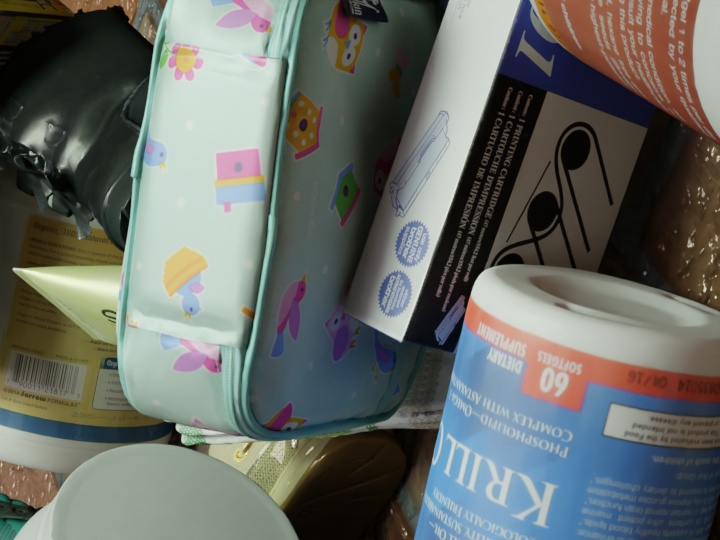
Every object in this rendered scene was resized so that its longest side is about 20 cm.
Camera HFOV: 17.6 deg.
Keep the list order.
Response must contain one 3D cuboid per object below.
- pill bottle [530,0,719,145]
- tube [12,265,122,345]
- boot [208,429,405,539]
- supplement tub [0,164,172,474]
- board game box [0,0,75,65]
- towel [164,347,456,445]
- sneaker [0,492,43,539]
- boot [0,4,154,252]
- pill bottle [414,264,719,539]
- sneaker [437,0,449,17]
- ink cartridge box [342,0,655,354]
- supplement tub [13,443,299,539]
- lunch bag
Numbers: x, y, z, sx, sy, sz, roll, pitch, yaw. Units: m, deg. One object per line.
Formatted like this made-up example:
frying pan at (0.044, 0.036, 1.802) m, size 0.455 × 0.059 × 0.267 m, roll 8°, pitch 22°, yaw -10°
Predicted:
pill bottle at (0.146, -0.096, 0.807) m, size 0.200 × 0.112 × 0.113 m, roll 44°, pitch 122°, yaw 58°
tube at (-0.073, 0.023, 1.136) m, size 0.199 × 0.052 × 0.058 m, roll 4°, pitch 112°, yaw 32°
boot at (-0.061, 0.093, 1.200) m, size 0.200 × 0.072 × 0.156 m, roll -53°, pitch 41°, yaw 35°
supplement tub at (-0.165, 0.005, 1.351) m, size 0.145 × 0.144 × 0.201 m, roll 31°, pitch 111°, yaw 61°
board game box at (-0.248, -0.097, 1.284) m, size 0.166 × 0.057 × 0.200 m, roll -51°, pitch -2°, yaw 7°
towel at (0.000, 0.000, 1.046) m, size 0.199 × 0.031 × 0.150 m, roll -5°, pitch 79°, yaw 28°
sneaker at (-0.170, 0.171, 1.349) m, size 0.200 × 0.120 × 0.084 m, roll -19°, pitch 67°, yaw 60°
boot at (-0.100, -0.098, 1.211) m, size 0.198 × 0.073 × 0.162 m, roll -45°, pitch 42°, yaw -10°
pill bottle at (0.076, 0.107, 0.896) m, size 0.112 × 0.112 × 0.201 m, roll 30°, pitch 111°, yaw 61°
sneaker at (0.064, -0.158, 0.961) m, size 0.088 × 0.200 × 0.075 m, roll -17°, pitch 36°, yaw 18°
ink cartridge box at (0.069, -0.063, 0.931) m, size 0.044 × 0.094 × 0.201 m, roll 24°, pitch 97°, yaw 48°
supplement tub at (-0.114, 0.191, 1.092) m, size 0.145 × 0.144 × 0.200 m, roll -109°, pitch 34°, yaw -40°
lunch bag at (-0.021, -0.033, 0.960) m, size 0.077 × 0.160 × 0.201 m, roll 12°, pitch 95°, yaw 31°
